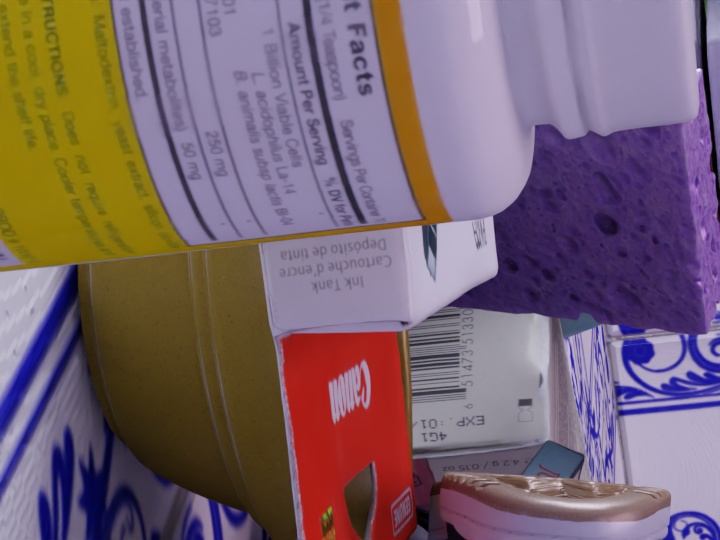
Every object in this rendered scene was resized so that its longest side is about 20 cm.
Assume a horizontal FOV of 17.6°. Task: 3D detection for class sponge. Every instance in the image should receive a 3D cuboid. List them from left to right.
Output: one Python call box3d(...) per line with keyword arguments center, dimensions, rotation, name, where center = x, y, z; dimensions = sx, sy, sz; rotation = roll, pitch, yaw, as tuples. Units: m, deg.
box3d(center=(0.032, -0.032, 0.865), dimensions=(0.112, 0.200, 0.030), rotation=(73, 32, -44), name="sponge")

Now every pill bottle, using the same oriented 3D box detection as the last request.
box3d(center=(-0.029, -0.060, 0.511), dimensions=(0.109, 0.200, 0.109), rotation=(-6, 90, -81), name="pill bottle")

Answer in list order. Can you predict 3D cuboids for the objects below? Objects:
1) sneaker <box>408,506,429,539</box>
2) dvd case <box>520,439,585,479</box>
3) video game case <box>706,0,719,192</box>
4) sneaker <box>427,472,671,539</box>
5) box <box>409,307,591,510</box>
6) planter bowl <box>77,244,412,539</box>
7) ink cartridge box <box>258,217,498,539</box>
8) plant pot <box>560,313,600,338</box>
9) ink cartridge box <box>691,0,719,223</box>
box3d(center=(0.012, 0.129, 0.962), dimensions=(0.200, 0.078, 0.080), rotation=(-51, 156, -75), name="sneaker")
box3d(center=(0.035, 0.183, 0.934), dimensions=(0.146, 0.022, 0.200), rotation=(-45, 155, -52), name="dvd case")
box3d(center=(0.160, -0.031, 0.951), dimensions=(0.182, 0.022, 0.200), rotation=(-73, 156, -64), name="video game case")
box3d(center=(0.052, 0.120, 0.733), dimensions=(0.200, 0.070, 0.109), rotation=(113, -17, -83), name="sneaker")
box3d(center=(0.057, 0.106, 1.193), dimensions=(0.200, 0.109, 0.128), rotation=(75, 13, -45), name="box")
box3d(center=(-0.040, 0.008, 0.754), dimensions=(0.200, 0.083, 0.201), rotation=(-5, 90, -81), name="planter bowl")
box3d(center=(0.011, 0.006, 0.685), dimensions=(0.200, 0.043, 0.174), rotation=(-21, 104, -80), name="ink cartridge box")
box3d(center=(0.095, -0.046, 1.357), dimensions=(0.201, 0.161, 0.201), rotation=(-5, 90, -81), name="plant pot")
box3d(center=(0.043, -0.072, 0.952), dimensions=(0.145, 0.200, 0.084), rotation=(70, 19, -55), name="ink cartridge box")
